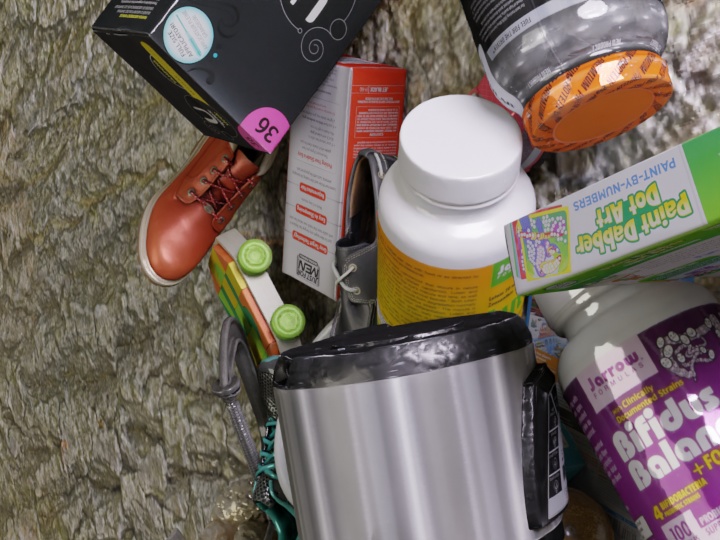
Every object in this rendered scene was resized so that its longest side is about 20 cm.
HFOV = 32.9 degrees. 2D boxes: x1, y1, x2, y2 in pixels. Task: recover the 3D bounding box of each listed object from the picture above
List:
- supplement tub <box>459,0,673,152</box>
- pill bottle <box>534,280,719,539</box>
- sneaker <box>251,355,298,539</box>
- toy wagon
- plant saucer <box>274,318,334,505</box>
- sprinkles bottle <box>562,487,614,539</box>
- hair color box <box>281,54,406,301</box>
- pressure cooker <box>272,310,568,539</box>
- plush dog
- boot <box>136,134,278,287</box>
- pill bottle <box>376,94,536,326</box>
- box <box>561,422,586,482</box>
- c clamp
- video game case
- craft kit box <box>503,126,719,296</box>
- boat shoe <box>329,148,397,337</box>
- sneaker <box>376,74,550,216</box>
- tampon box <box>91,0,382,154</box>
[{"bbox_3d":[0.124,-0.188,0.795,0.122,0.121,0.203,-39,62,52],"label":"supplement tub"},{"bbox_3d":[0.187,0.079,0.733,0.202,0.111,0.113,62,141,21],"label":"pill bottle"},{"bbox_3d":[-0.062,0.178,1.104,0.077,0.090,0.203,-25,83,54],"label":"sneaker"},{"bbox_3d":[-0.088,0.059,1.186,0.202,0.039,0.155,62,163,9],"label":"toy wagon"},{"bbox_3d":[0.010,0.118,1.024,0.199,0.050,0.202,-32,42,34],"label":"plant saucer"},{"bbox_3d":[0.115,0.235,0.905,0.069,0.067,0.201,64,148,28],"label":"sprinkles bottle"},{"bbox_3d":[-0.017,-0.085,1.083,0.101,0.061,0.203,26,116,53],"label":"hair color box"},{"bbox_3d":[0.040,0.136,0.776,0.178,0.174,0.203,-9,90,60],"label":"pressure cooker"},{"bbox_3d":[-0.092,0.321,1.208,0.170,0.160,0.203,-1,96,30],"label":"plush dog"},{"bbox_3d":[-0.147,-0.076,1.195,0.107,0.075,0.202,-13,46,57],"label":"boot"},{"bbox_3d":[0.066,-0.021,0.865,0.111,0.110,0.202,55,158,37],"label":"pill bottle"},{"bbox_3d":[0.087,0.169,0.937,0.201,0.049,0.083,-57,49,42],"label":"box"},{"bbox_3d":[-0.102,0.151,1.154,0.171,0.027,0.203,-78,-26,-66],"label":"c clamp"},{"bbox_3d":[0.166,0.081,0.867,0.143,0.018,0.203,26,116,53],"label":"video game case"},{"bbox_3d":[0.209,-0.035,0.621,0.199,0.195,0.049,-25,75,54],"label":"craft kit box"},{"bbox_3d":[0.000,0.000,1.012,0.071,0.067,0.203,10,84,52],"label":"boat shoe"},{"bbox_3d":[0.077,-0.086,0.915,0.074,0.086,0.201,61,140,29],"label":"sneaker"},{"bbox_3d":[-0.094,-0.228,1.022,0.201,0.150,0.126,-56,35,-10],"label":"tampon box"}]
